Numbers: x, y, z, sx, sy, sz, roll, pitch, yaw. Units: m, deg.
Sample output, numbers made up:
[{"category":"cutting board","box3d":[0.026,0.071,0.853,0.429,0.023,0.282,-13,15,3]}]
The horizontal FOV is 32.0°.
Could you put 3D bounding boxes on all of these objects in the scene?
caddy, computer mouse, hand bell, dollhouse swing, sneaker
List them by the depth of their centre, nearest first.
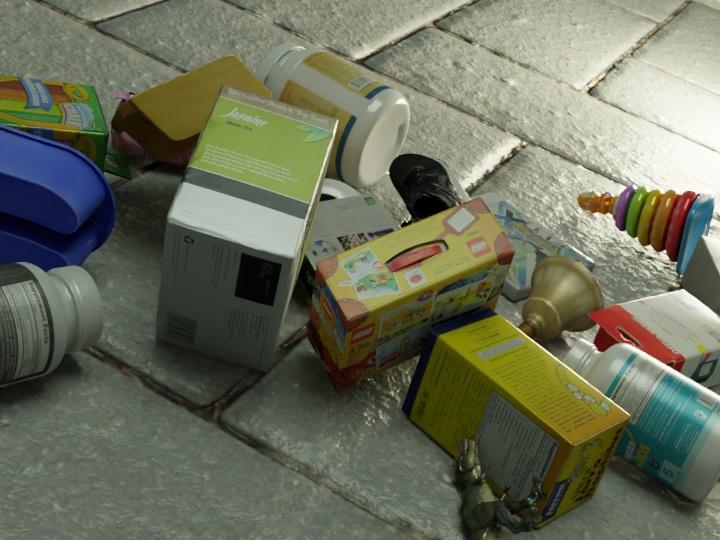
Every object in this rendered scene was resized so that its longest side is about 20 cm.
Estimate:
[{"category":"caddy","box3d":[-0.362,-0.073,1.341,0.197,0.143,0.105,18,32,-2]},{"category":"dollhouse swing","box3d":[-0.170,-0.137,1.468,0.180,0.178,0.200,-26,6,-14]},{"category":"hand bell","box3d":[0.196,0.073,1.486,0.103,0.105,0.199,31,44,23]},{"category":"computer mouse","box3d":[0.004,-0.075,1.600,0.197,0.044,0.110,23,13,-8]},{"category":"sneaker","box3d":[0.089,-0.099,1.634,0.087,0.076,0.200,17,23,-47]}]

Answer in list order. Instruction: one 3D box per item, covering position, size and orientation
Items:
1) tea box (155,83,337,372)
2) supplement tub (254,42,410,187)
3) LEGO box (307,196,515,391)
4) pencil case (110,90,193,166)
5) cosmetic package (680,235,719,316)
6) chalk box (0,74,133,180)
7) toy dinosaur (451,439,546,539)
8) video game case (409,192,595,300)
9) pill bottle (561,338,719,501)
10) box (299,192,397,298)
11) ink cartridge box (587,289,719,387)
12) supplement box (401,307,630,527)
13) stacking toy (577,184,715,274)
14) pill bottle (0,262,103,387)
[{"category":"tea box","box3d":[-0.120,-0.043,1.308,0.132,0.201,0.199,17,50,-1]},{"category":"supplement tub","box3d":[-0.045,-0.221,1.759,0.199,0.146,0.144,31,32,22]},{"category":"LEGO box","box3d":[0.049,0.026,1.321,0.198,0.150,0.078,-22,62,-20]},{"category":"pencil case","box3d":[-0.230,-0.181,1.652,0.197,0.088,0.088,9,30,-17]},{"category":"cosmetic package","box3d":[0.509,0.043,1.689,0.105,0.091,0.201,14,27,-6]},{"category":"chalk box","box3d":[-0.364,-0.141,1.469,0.197,0.125,0.125,2,33,-26]},{"category":"toy dinosaur","box3d":[0.130,0.231,1.183,0.087,0.048,0.201,-23,28,16]},{"category":"video game case","box3d":[0.194,-0.038,1.710,0.181,0.022,0.199,-15,44,-44]},{"category":"pill bottle","box3d":[0.309,0.153,1.364,0.198,0.112,0.110,31,32,22]},{"category":"box","box3d":[0.000,0.000,1.467,0.143,0.037,0.201,-10,54,-33]},{"category":"ink cartridge box","box3d":[0.367,0.094,1.540,0.198,0.068,0.116,-9,38,-39]},{"category":"supplement box","box3d":[0.156,0.146,1.292,0.109,0.110,0.199,-15,44,-44]},{"category":"stacking toy","box3d":[0.413,-0.084,1.851,0.198,0.111,0.116,19,30,25]},{"category":"pill bottle","box3d":[-0.343,0.054,1.168,0.198,0.112,0.110,-14,42,-44]}]
